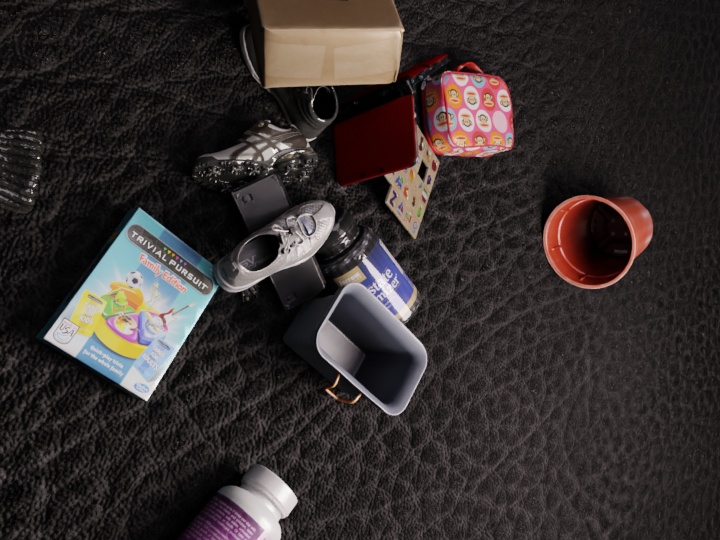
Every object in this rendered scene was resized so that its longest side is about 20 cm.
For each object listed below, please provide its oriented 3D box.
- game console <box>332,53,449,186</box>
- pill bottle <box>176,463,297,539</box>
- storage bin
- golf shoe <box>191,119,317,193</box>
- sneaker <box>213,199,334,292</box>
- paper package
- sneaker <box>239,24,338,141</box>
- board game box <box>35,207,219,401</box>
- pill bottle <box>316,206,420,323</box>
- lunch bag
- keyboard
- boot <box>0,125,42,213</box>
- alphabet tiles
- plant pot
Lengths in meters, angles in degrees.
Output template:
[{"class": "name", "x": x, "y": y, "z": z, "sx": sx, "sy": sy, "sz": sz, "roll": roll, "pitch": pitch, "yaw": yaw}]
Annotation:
[{"class": "game console", "x": 0.050, "y": -0.240, "z": 1.040, "sx": 0.172, "sy": 0.200, "sz": 0.119, "roll": -41, "pitch": 111, "yaw": -33}, {"class": "pill bottle", "x": -0.178, "y": 0.365, "z": 0.864, "sx": 0.200, "sy": 0.112, "sz": 0.112, "roll": -48, "pitch": 114, "yaw": -30}, {"class": "storage bin", "x": -0.021, "y": 0.129, "z": 0.994, "sx": 0.200, "sy": 0.134, "sz": 0.146, "roll": 44, "pitch": 61, "yaw": -26}, {"class": "golf shoe", "x": -0.164, "y": -0.174, "z": 0.959, "sx": 0.199, "sy": 0.078, "sz": 0.095, "roll": -11, "pitch": 71, "yaw": -37}, {"class": "sneaker", "x": -0.106, "y": -0.037, "z": 0.897, "sx": 0.200, "sy": 0.082, "sz": 0.075, "roll": -39, "pitch": 95, "yaw": -26}, {"class": "paper package", "x": -0.057, "y": -0.366, "z": 0.934, "sx": 0.199, "sy": 0.104, "sz": 0.191, "roll": -6, "pitch": 59, "yaw": -13}, {"class": "sneaker", "x": -0.102, "y": -0.299, "z": 0.990, "sx": 0.071, "sy": 0.099, "sz": 0.200, "roll": -44, "pitch": 111, "yaw": -30}, {"class": "board game box", "x": -0.292, "y": 0.044, "z": 0.843, "sx": 0.151, "sy": 0.047, "sz": 0.201, "roll": 41, "pitch": 63, "yaw": -28}, {"class": "pill bottle", "x": 0.000, "y": 0.000, "z": 1.036, "sx": 0.200, "sy": 0.112, "sz": 0.112, "roll": 51, "pitch": 58, "yaw": -23}, {"class": "lunch bag", "x": 0.209, "y": -0.313, "z": 1.247, "sx": 0.199, "sy": 0.082, "sz": 0.177, "roll": -5, "pitch": 89, "yaw": -38}, {"class": "keyboard", "x": -0.140, "y": -0.031, "z": 0.959, "sx": 0.127, "sy": 0.021, "sz": 0.201, "roll": -27, "pitch": 109, "yaw": -14}, {"class": "boot", "x": -0.442, "y": -0.173, "z": 0.721, "sx": 0.157, "sy": 0.079, "sz": 0.212, "roll": 2, "pitch": 96, "yaw": -31}, {"class": "alphabet tiles", "x": 0.082, "y": -0.176, "z": 1.135, "sx": 0.200, "sy": 0.008, "sz": 0.168, "roll": 45, "pitch": 59, "yaw": -52}, {"class": "plant pot", "x": 0.542, "y": -0.080, "z": 1.432, "sx": 0.195, "sy": 0.200, "sz": 0.202, "roll": -18, "pitch": 97, "yaw": -46}]
